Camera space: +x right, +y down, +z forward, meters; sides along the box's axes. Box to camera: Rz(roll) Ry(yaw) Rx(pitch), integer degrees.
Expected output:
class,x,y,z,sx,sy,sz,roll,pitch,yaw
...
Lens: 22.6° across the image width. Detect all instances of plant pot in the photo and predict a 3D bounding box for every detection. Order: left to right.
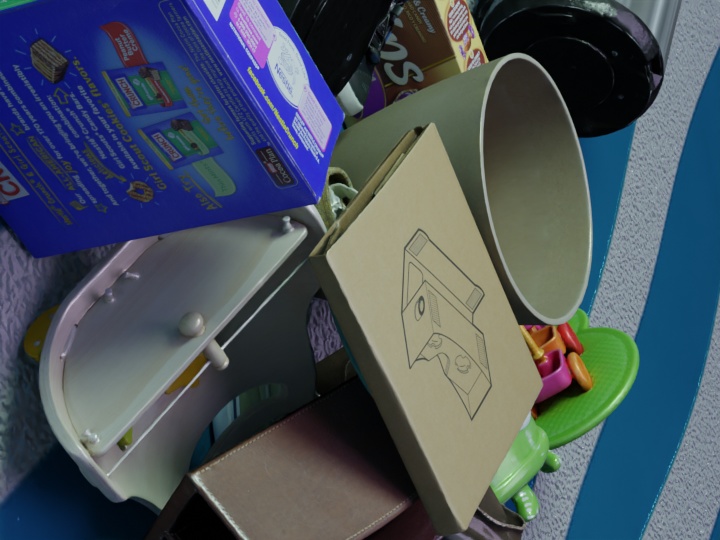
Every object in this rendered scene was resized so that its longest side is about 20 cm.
class,x,y,z,sx,sy,sz,roll,pitch,yaw
plant pot,0.039,-0.042,1.284,0.187,0.198,0.189,26,60,-56

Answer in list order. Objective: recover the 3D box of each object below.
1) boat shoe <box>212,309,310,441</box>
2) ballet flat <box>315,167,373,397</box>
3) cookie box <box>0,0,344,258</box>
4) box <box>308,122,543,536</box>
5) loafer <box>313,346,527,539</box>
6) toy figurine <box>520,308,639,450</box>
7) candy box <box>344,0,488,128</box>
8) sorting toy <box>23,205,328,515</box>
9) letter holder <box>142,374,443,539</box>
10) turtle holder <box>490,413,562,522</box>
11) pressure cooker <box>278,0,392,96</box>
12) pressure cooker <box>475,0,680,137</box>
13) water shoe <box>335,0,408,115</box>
class,x,y,z,sx,sy,sz,roll,pitch,yaw
boat shoe,-0.061,0.031,1.222,0.072,0.061,0.202,20,65,-58
ballet flat,0.000,0.000,1.149,0.071,0.070,0.201,51,7,-43
cookie box,-0.136,-0.103,0.982,0.172,0.198,0.076,57,35,-38
box,0.046,0.035,1.106,0.201,0.021,0.164,66,34,-22
loafer,0.045,0.123,1.239,0.200,0.071,0.073,41,5,-8
toy figurine,0.125,0.024,1.523,0.185,0.149,0.201,55,15,-24
candy box,0.033,-0.164,1.393,0.201,0.116,0.057,66,32,-26
sorting toy,-0.097,0.067,1.089,0.200,0.106,0.181,-47,139,-19
letter holder,-0.015,0.165,1.094,0.142,0.101,0.199,47,39,15
turtle holder,0.074,0.122,1.368,0.132,0.140,0.185,57,42,-7
pressure cooker,-0.092,-0.196,1.094,0.179,0.199,0.176,-51,163,-26
pressure cooker,0.207,-0.245,1.659,0.179,0.174,0.201,59,39,-40
water shoe,0.012,-0.206,1.262,0.072,0.078,0.202,53,37,-64
